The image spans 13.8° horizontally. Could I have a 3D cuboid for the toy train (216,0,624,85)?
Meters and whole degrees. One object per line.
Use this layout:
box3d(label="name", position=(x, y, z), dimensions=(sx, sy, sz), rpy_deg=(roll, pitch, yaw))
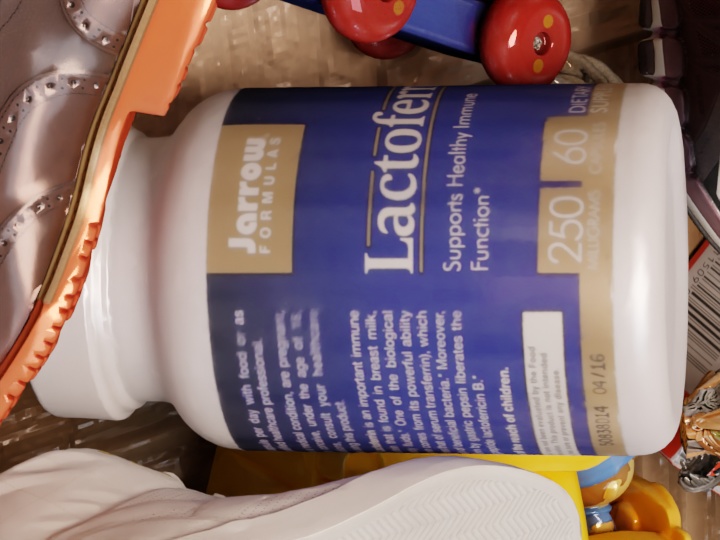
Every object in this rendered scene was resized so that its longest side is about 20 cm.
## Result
box3d(label="toy train", position=(0.044, -0.119, 0.967), dimensions=(0.199, 0.084, 0.116), rpy_deg=(14, 93, -43))

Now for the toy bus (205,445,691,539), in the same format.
box3d(label="toy bus", position=(0.040, 0.078, 1.054), dimensions=(0.199, 0.136, 0.193), rpy_deg=(-2, 103, -31))

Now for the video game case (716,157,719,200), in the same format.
box3d(label="video game case", position=(0.209, -0.105, 0.903), dimensions=(0.199, 0.036, 0.182), rpy_deg=(-14, 131, -13))

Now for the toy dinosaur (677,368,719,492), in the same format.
box3d(label="toy dinosaur", position=(0.212, 0.072, 1.046), dimensions=(0.199, 0.102, 0.136), rpy_deg=(10, 127, 11))

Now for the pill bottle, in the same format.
box3d(label="pill bottle", position=(0.000, 0.000, 0.932), dimensions=(0.199, 0.116, 0.116), rpy_deg=(-1, 125, 10))

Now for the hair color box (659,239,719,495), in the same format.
box3d(label="hair color box", position=(0.197, 0.057, 1.160), dimensions=(0.200, 0.064, 0.111), rpy_deg=(32, 98, -40))

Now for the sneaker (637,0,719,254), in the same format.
box3d(label="sneaker", position=(0.141, -0.091, 0.956), dimensions=(0.075, 0.115, 0.201), rpy_deg=(-18, 94, -23))

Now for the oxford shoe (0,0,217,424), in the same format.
box3d(label="oxford shoe", position=(-0.104, -0.030, 0.853), dimensions=(0.072, 0.071, 0.201), rpy_deg=(24, 97, -10))

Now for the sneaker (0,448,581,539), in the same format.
box3d(label="sneaker", position=(-0.033, 0.083, 0.923), dimensions=(0.199, 0.115, 0.074), rpy_deg=(-3, 106, -42))
